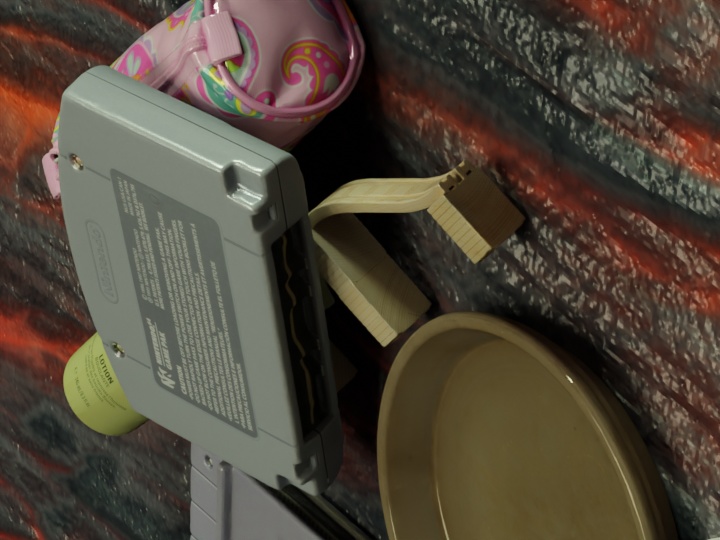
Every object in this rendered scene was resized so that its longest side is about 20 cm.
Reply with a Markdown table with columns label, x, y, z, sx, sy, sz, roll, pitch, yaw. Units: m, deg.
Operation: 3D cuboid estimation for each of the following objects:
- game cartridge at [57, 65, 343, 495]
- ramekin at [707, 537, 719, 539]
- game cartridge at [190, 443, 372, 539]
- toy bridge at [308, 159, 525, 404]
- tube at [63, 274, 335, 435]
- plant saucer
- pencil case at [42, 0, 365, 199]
| label | x | y | z | sx | sy | sz | roll | pitch | yaw |
| --- | --- | --- | --- | --- | --- | --- | --- | --- | --- |
| game cartridge | -0.074 | 0.003 | 1.337 | 0.133 | 0.040 | 0.201 | 24 | 141 | 29 |
| ramekin | 0.138 | 0.196 | 1.102 | 0.200 | 0.097 | 0.201 | 25 | 126 | 40 |
| game cartridge | -0.023 | 0.174 | 1.446 | 0.200 | 0.038 | 0.130 | 36 | 129 | 46 |
| toy bridge | 0.000 | 0.000 | 1.306 | 0.067 | 0.027 | 0.200 | 48 | 146 | 1 |
| tube | -0.080 | 0.020 | 1.449 | 0.058 | 0.052 | 0.200 | 35 | 140 | -16 |
| plant saucer | 0.073 | 0.112 | 1.260 | 0.200 | 0.029 | 0.201 | 31 | 129 | 49 |
| pencil case | -0.076 | -0.076 | 1.359 | 0.200 | 0.087 | 0.088 | -30 | 78 | 58 |
